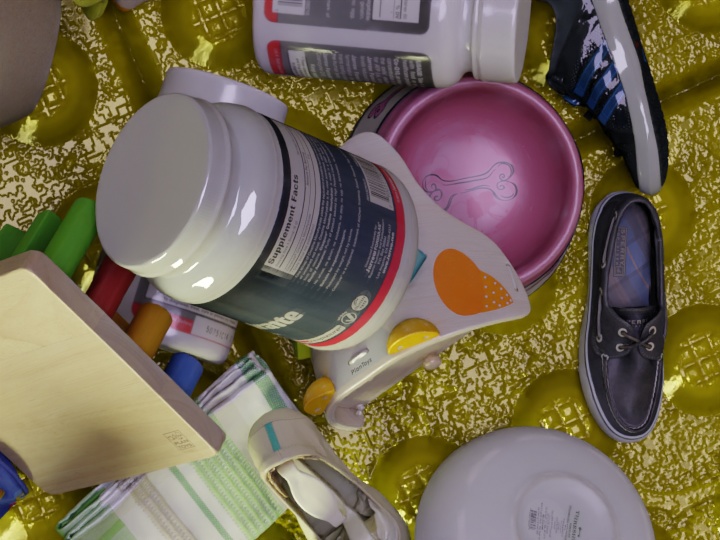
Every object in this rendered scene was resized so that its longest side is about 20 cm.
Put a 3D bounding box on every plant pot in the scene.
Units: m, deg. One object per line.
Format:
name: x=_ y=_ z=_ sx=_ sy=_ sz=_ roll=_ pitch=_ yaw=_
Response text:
plant pot: x=-0.294 y=-0.175 z=1.666 sx=0.134 sy=0.200 sz=0.202 roll=13 pitch=86 yaw=-19

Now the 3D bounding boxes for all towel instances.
towel: x=-0.117 y=0.172 z=1.725 sx=0.200 sy=0.031 sz=0.149 roll=-42 pitch=132 yaw=-9

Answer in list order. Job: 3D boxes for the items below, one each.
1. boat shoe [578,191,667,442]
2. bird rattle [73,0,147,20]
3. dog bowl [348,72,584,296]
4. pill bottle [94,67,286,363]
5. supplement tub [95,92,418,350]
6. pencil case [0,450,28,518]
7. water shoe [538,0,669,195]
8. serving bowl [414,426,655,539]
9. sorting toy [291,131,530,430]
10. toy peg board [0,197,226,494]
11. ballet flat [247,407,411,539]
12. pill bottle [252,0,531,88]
boat shoe: x=0.211 y=0.037 z=1.817 sx=0.068 sy=0.057 sz=0.202 roll=-2 pitch=88 yaw=-11
bird rattle: x=-0.152 y=-0.272 z=1.716 sx=0.200 sy=0.163 sz=0.113 roll=-36 pitch=63 yaw=-5
dog bowl: x=0.086 y=-0.065 z=1.789 sx=0.199 sy=0.074 sz=0.202 roll=0 pitch=87 yaw=-11
pill bottle: x=-0.127 y=-0.041 z=1.720 sx=0.113 sy=0.114 sz=0.201 roll=18 pitch=85 yaw=-10
supplement tub: x=-0.070 y=-0.033 z=1.593 sx=0.199 sy=0.140 sz=0.141 roll=21 pitch=84 yaw=-40
pencil case: x=-0.336 y=0.208 z=1.698 sx=0.078 sy=0.087 sz=0.200 roll=38 pitch=80 yaw=19
water shoe: x=0.190 y=-0.153 z=1.826 sx=0.078 sy=0.071 sz=0.201 roll=-15 pitch=93 yaw=17
serving bowl: x=0.144 y=0.208 z=1.759 sx=0.199 sy=0.066 sz=0.201 roll=8 pitch=64 yaw=-17
sorting toy: x=0.000 y=0.000 z=1.722 sx=0.106 sy=0.200 sz=0.181 roll=-1 pitch=62 yaw=-47
toy peg board: x=-0.209 y=0.048 z=1.632 sx=0.199 sy=0.199 sz=0.098 roll=46 pitch=50 yaw=-26
ballet flat: x=-0.017 y=0.183 z=1.726 sx=0.070 sy=0.069 sz=0.200 roll=-48 pitch=125 yaw=-9
pill bottle: x=0.025 y=-0.197 z=1.732 sx=0.198 sy=0.114 sz=0.115 roll=6 pitch=87 yaw=10
